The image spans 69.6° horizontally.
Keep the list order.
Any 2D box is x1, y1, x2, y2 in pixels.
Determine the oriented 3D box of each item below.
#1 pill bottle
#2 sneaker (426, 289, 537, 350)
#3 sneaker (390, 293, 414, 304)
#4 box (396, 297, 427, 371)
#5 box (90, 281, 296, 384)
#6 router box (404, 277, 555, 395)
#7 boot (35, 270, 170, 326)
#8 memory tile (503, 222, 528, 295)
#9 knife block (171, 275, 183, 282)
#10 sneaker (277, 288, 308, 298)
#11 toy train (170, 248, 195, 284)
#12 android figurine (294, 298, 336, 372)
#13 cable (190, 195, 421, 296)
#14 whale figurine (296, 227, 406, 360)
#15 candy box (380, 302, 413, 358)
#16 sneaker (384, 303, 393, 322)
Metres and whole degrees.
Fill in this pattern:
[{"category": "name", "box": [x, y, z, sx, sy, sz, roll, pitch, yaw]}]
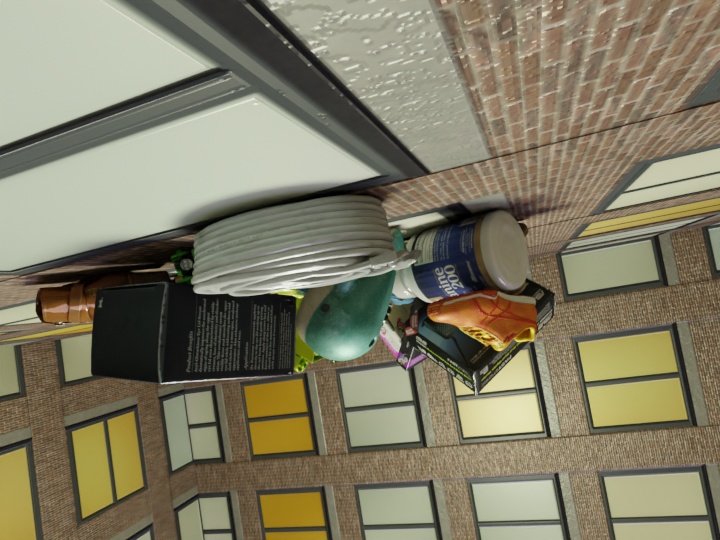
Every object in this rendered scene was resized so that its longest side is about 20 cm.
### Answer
[{"category": "pill bottle", "box": [0.134, -0.012, 0.766, 0.199, 0.112, 0.110, -14, 174, 44]}, {"category": "sneaker", "box": [0.173, 0.067, 0.696, 0.198, 0.078, 0.073, 7, 166, -32]}, {"category": "sneaker", "box": [0.000, 0.000, 0.882, 0.198, 0.083, 0.073, 13, 156, -6]}, {"category": "box", "box": [0.144, 0.085, 0.960, 0.142, 0.036, 0.201, -24, 140, -34]}, {"category": "box", "box": [-0.197, 0.077, 0.634, 0.147, 0.106, 0.199, -4, 171, 38]}, {"category": "router box", "box": [0.192, 0.079, 0.834, 0.200, 0.062, 0.149, -39, -133, -21]}, {"category": "boot", "box": [-0.357, 0.053, 0.714, 0.154, 0.078, 0.199, -9, 174, -33]}, {"category": "memory tile", "box": [0.200, -0.010, 0.857, 0.152, 0.017, 0.201, -13, -150, 27]}, {"category": "knife block", "box": [-0.257, 0.036, 0.834, 0.174, 0.065, 0.199, -8, 176, -36]}, {"category": "sneaker", "box": [-0.068, 0.000, 0.720, 0.198, 0.077, 0.105, -6, 174, -35]}, {"category": "toy train", "box": [-0.207, 0.001, 0.667, 0.056, 0.042, 0.200, -19, 179, -19]}, {"category": "android figurine", "box": [-0.106, 0.069, 0.852, 0.199, 0.184, 0.041, 25, -160, 29]}, {"category": "cable", "box": [-0.066, -0.019, 0.512, 0.198, 0.070, 0.200, -7, 176, -26]}, {"category": "whale figurine", "box": [0.006, 0.038, 0.712, 0.200, 0.104, 0.159, -46, 156, -8]}, {"category": "candy box", "box": [0.113, 0.069, 1.079, 0.200, 0.137, 0.061, -45, -164, -32]}, {"category": "sneaker", "box": [0.025, 0.041, 0.960, 0.201, 0.078, 0.090, -52, -165, -2]}]
